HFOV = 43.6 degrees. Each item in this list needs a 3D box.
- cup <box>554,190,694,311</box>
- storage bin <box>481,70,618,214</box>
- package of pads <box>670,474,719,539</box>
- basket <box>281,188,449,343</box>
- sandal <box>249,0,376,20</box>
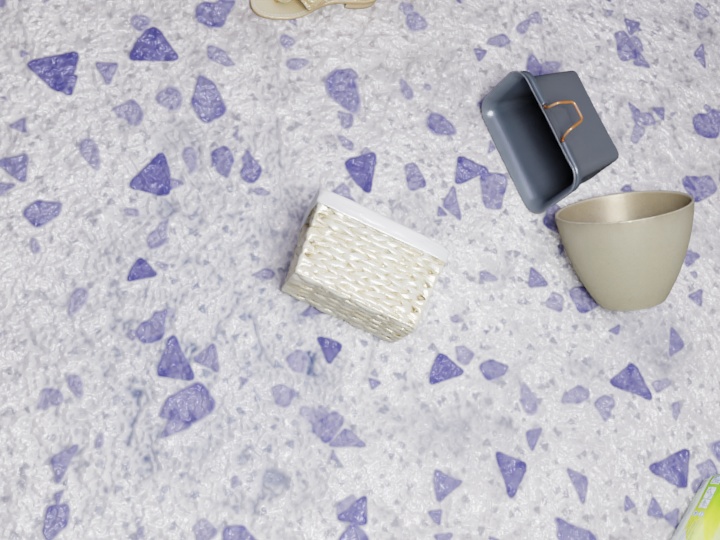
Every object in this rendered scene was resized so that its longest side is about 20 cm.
[{"bbox_3d":[0.392,-0.025,1.324,0.197,0.200,0.146,-14,104,-19],"label":"cup"},{"bbox_3d":[0.302,-0.214,1.377,0.133,0.145,0.203,-21,80,-31],"label":"storage bin"},{"bbox_3d":[0.539,0.416,1.280,0.199,0.068,0.155,42,66,0],"label":"package of pads"},{"bbox_3d":[0.000,0.000,1.220,0.197,0.136,0.125,26,72,-7],"label":"basket"},{"bbox_3d":[-0.064,-0.437,1.369,0.207,0.070,0.079,-9,76,-18],"label":"sandal"}]
